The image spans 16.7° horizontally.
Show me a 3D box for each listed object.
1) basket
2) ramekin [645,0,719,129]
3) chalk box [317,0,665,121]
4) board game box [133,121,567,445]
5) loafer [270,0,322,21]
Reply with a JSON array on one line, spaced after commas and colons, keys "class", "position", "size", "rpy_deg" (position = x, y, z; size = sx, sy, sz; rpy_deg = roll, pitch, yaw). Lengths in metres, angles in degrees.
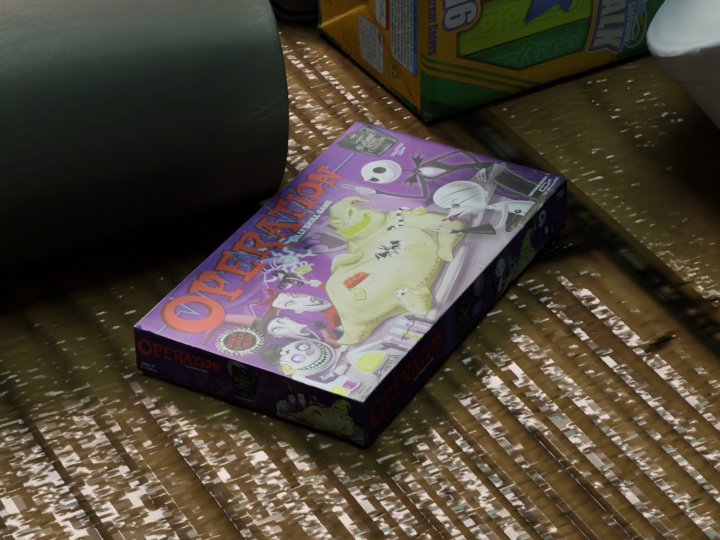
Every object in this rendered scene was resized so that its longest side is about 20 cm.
[{"class": "basket", "position": [-0.144, -0.079, 1.150], "size": [0.198, 0.136, 0.181], "rpy_deg": [-8, 61, -19]}, {"class": "ramekin", "position": [0.245, -0.123, 1.168], "size": [0.202, 0.095, 0.203], "rpy_deg": [-32, 15, 10]}, {"class": "chalk box", "position": [0.088, -0.182, 1.298], "size": [0.199, 0.126, 0.124], "rpy_deg": [-19, 37, -22]}, {"class": "board game box", "position": [0.000, 0.000, 1.122], "size": [0.119, 0.033, 0.200], "rpy_deg": [12, 36, 27]}, {"class": "loafer", "position": [-0.042, -0.237, 1.366], "size": [0.071, 0.063, 0.202], "rpy_deg": [-4, 65, 0]}]
